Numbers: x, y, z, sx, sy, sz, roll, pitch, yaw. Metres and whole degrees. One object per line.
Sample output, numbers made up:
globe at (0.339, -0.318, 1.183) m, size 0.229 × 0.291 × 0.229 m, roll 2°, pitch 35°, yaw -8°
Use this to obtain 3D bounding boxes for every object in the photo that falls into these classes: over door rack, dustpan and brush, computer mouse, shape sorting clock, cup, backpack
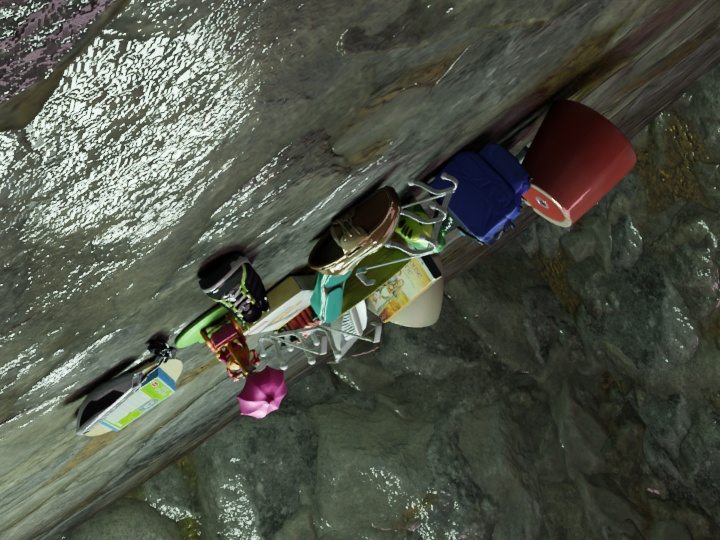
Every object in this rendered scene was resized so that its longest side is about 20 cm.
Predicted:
over door rack at (-0.077, 0.140, 1.736) m, size 0.146 × 0.068 × 0.198 m, roll -9°, pitch -178°, yaw -42°
dustpan and brush at (-0.023, 0.070, 1.932) m, size 0.056 × 0.203 × 0.140 m, roll -3°, pitch -157°, yaw 28°
over door rack at (0.068, -0.074, 1.571) m, size 0.199 × 0.066 × 0.149 m, roll -27°, pitch -148°, yaw 49°
computer mouse at (-0.373, 0.177, 1.456) m, size 0.199 × 0.044 × 0.110 m, roll -41°, pitch 177°, yaw -5°
shape sorting clock at (-0.388, 0.212, 1.593) m, size 0.198 × 0.039 × 0.200 m, roll -34°, pitch 164°, yaw -11°
cup at (0.104, 0.007, 2.048) m, size 0.199 × 0.199 × 0.145 m, roll -24°, pitch 140°, yaw -54°
backpack at (0.233, -0.139, 1.736) m, size 0.167 × 0.163 × 0.200 m, roll -39°, pitch 171°, yaw 7°

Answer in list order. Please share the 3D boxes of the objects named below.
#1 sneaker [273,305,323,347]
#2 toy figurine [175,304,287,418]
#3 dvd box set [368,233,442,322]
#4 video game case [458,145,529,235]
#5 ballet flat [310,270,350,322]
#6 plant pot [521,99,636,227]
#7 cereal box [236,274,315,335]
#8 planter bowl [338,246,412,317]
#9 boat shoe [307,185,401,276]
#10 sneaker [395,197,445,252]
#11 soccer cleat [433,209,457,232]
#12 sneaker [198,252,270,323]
sneaker at (-0.110, 0.098, 1.999) m, size 0.097 × 0.071 × 0.200 m, roll -23°, pitch 164°, yaw -48°
toy figurine at (-0.199, 0.162, 1.575) m, size 0.149 × 0.186 × 0.200 m, roll -33°, pitch 173°, yaw -11°
dvd box set at (0.068, 0.000, 1.907) m, size 0.029 × 0.148 × 0.200 m, roll -24°, pitch 168°, yaw -41°
video game case at (0.274, -0.160, 1.920) m, size 0.200 × 0.018 × 0.143 m, roll -47°, pitch 168°, yaw 0°
ballet flat at (-0.057, 0.009, 1.662) m, size 0.067 × 0.071 × 0.202 m, roll -25°, pitch 149°, yaw -31°
plant pot at (0.400, -0.197, 1.807) m, size 0.178 × 0.199 × 0.201 m, roll -52°, pitch 174°, yaw -6°
cereal box at (-0.145, 0.063, 1.757) m, size 0.143 × 0.040 × 0.200 m, roll -37°, pitch 172°, yaw 13°
planter bowl at (0.000, 0.000, 1.787) m, size 0.199 × 0.084 × 0.200 m, roll -37°, pitch -177°, yaw 2°
boat shoe at (-0.013, -0.056, 1.499) m, size 0.073 × 0.076 × 0.200 m, roll 0°, pitch 142°, yaw -45°
sneaker at (0.106, -0.073, 1.707) m, size 0.074 × 0.083 × 0.200 m, roll -46°, pitch -162°, yaw 9°
soccer cleat at (0.198, -0.150, 1.916) m, size 0.080 × 0.068 × 0.200 m, roll -13°, pitch 152°, yaw -46°
sneaker at (-0.164, 0.031, 1.322) m, size 0.071 × 0.083 × 0.200 m, roll -36°, pitch 172°, yaw 5°
